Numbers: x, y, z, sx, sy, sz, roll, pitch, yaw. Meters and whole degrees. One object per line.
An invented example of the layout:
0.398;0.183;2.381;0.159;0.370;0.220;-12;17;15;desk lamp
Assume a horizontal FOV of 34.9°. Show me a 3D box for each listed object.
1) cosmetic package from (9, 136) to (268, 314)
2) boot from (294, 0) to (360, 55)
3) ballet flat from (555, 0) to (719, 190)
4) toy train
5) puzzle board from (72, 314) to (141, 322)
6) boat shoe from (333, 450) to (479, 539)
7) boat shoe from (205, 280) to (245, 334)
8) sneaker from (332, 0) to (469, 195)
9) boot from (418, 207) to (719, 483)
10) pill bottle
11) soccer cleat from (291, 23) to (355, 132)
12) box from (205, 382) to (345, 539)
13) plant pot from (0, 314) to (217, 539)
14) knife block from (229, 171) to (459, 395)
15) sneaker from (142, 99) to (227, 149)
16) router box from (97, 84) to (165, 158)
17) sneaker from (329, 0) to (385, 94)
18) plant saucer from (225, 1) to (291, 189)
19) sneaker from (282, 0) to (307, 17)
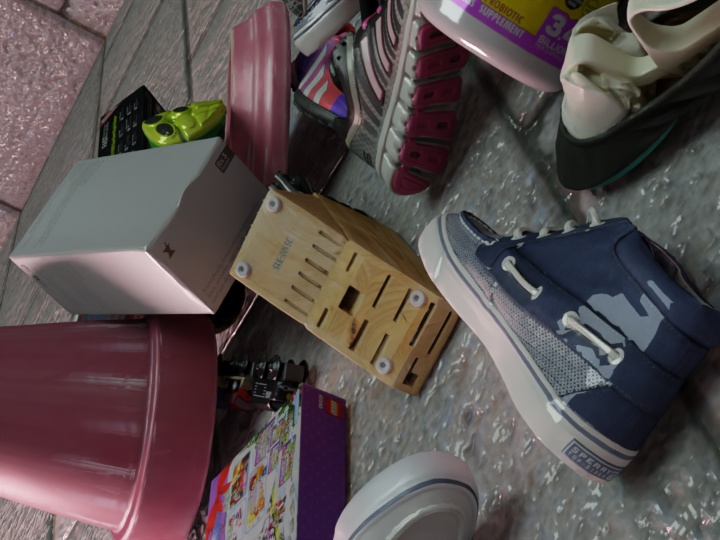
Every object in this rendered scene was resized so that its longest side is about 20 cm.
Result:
-0.172;-0.031;0.896;0.199;0.081;0.114;1;52;45;cosmetic package
-0.005;-0.274;0.915;0.200;0.090;0.073;-48;12;-1;boot
0.140;-0.104;0.539;0.200;0.068;0.069;-37;37;51;ballet flat
-0.090;0.091;0.919;0.200;0.034;0.046;-8;72;65;toy train
-0.222;0.050;1.129;0.017;0.151;0.202;-4;59;27;puzzle board
0.010;0.183;0.569;0.066;0.073;0.202;-116;43;-56;boat shoe
-0.137;0.022;1.035;0.071;0.061;0.202;-33;-22;-38;boat shoe
0.026;-0.155;0.754;0.087;0.073;0.202;30;122;33;sneaker
0.097;0.005;0.546;0.091;0.072;0.200;-52;34;15;boot
0.122;-0.209;0.636;0.201;0.103;0.105;-59;23;18;pill bottle
-0.016;-0.161;0.956;0.074;0.068;0.200;-56;22;13;soccer cleat
-0.059;0.192;0.738;0.137;0.039;0.201;-48;29;37;box
-0.227;0.123;0.951;0.200;0.177;0.203;-171;90;-70;plant pot
0.000;0.000;0.786;0.199;0.175;0.064;33;103;22;knife block
-0.143;-0.098;0.990;0.200;0.073;0.085;-169;62;-83;sneaker
-0.195;-0.080;1.154;0.062;0.150;0.201;-34;30;10;router box
0.045;-0.201;0.824;0.202;0.086;0.080;-65;24;3;sneaker
-0.094;-0.138;1.023;0.200;0.050;0.203;-179;90;-82;plant saucer
0.016;-0.268;0.846;0.198;0.081;0.076;-28;15;6;sneaker
